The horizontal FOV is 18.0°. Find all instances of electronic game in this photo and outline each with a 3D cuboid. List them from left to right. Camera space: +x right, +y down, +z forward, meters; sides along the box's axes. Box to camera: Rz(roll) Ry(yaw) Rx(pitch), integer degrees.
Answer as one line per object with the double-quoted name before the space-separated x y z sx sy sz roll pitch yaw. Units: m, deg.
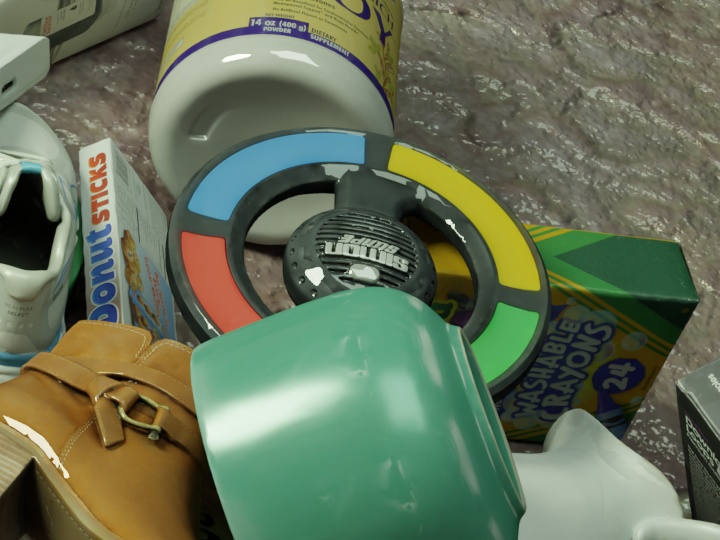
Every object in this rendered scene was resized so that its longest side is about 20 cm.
"electronic game" 0.000 0.000 1.147 0.199 0.042 0.200 9 45 -10

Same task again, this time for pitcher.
"pitcher" 0.083 0.150 1.124 0.200 0.122 0.171 -19 25 -37

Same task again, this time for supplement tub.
"supplement tub" -0.047 -0.130 1.372 0.145 0.146 0.200 15 41 -9

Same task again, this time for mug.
"mug" 0.011 0.097 1.005 0.114 0.185 0.152 -21 35 5

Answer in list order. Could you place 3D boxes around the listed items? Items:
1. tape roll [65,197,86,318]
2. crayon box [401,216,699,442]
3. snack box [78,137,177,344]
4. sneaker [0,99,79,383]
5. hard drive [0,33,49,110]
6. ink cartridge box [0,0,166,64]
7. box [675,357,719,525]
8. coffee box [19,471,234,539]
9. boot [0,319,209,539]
"tape roll" -0.251 -0.019 1.233 0.200 0.048 0.201 13 42 -12
"crayon box" 0.072 0.034 1.265 0.199 0.126 0.052 7 43 -18
"snack box" -0.124 0.019 1.233 0.024 0.072 0.200 -21 44 11
"sneaker" -0.174 -0.034 1.182 0.075 0.087 0.200 6 41 -17
"hard drive" -0.288 -0.112 1.256 0.199 0.026 0.132 5 20 11
"ink cartridge box" -0.229 -0.198 1.411 0.146 0.085 0.200 40 41 19
"box" 0.218 0.148 1.161 0.036 0.200 0.143 -30 57 -6
"coffee box" -0.071 0.186 1.066 0.113 0.080 0.200 -22 56 -38
"boot" -0.092 0.106 1.039 0.199 0.077 0.155 23 37 14
